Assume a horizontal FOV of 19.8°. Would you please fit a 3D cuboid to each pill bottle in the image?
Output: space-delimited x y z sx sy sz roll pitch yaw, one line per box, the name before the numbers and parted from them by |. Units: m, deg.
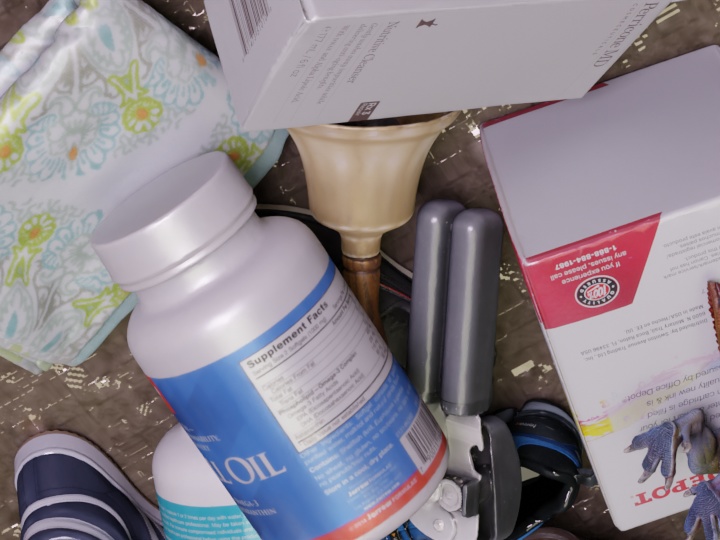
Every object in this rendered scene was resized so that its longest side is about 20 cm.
pill bottle | -0.057 0.148 1.178 0.111 0.111 0.200 -10 105 -2
pill bottle | -0.049 0.043 1.048 0.112 0.112 0.200 -30 107 11

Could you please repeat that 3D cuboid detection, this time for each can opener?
can opener | 0.055 0.058 1.148 0.066 0.053 0.200 -18 114 -46

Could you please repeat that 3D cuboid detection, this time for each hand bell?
hand bell | 0.000 0.000 1.108 0.104 0.104 0.200 -2 114 -7

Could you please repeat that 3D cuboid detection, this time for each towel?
towel | -0.148 -0.042 1.060 0.200 0.048 0.171 -47 145 7

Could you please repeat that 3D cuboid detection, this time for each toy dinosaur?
toy dinosaur | 0.235 0.120 1.085 0.181 0.105 0.200 5 113 -38

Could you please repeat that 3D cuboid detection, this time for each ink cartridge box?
ink cartridge box | 0.169 0.011 1.135 0.145 0.145 0.200 -19 124 4

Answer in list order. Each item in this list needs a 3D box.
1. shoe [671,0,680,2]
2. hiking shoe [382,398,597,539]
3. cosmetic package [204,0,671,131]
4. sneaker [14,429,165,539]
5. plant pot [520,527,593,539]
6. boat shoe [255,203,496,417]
shoe | 0.209 -0.212 1.043 0.200 0.071 0.091 -23 122 1
hiking shoe | 0.042 0.145 1.232 0.200 0.087 0.074 -31 105 8
cosmetic package | 0.038 -0.134 1.004 0.200 0.081 0.113 -7 159 -23
sneaker | -0.131 0.189 1.230 0.070 0.109 0.200 -38 120 17
plant pot | 0.148 0.249 1.256 0.187 0.187 0.200 -33 125 13
boat shoe | -0.007 0.025 1.170 0.201 0.063 0.074 28 118 -22
